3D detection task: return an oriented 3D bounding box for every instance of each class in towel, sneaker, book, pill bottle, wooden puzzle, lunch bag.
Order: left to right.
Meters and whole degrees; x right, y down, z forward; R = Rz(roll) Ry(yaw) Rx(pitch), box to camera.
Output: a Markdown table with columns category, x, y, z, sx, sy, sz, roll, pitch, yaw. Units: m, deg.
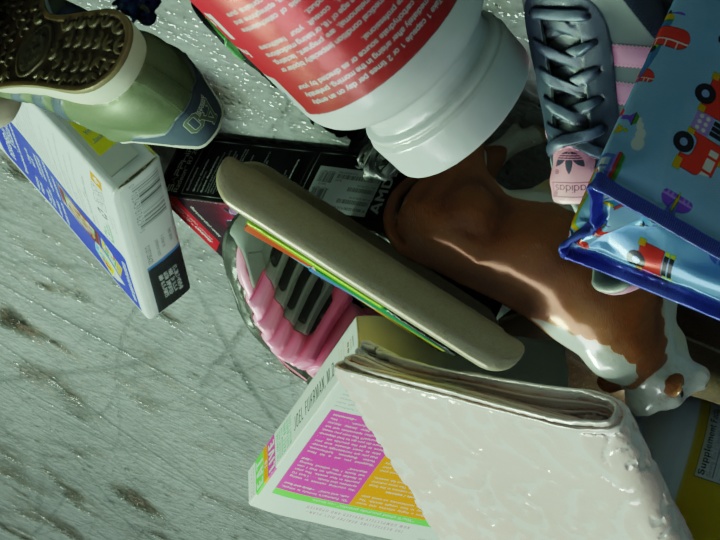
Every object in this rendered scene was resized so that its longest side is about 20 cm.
| category | x | y | z | sx | sy | sz | roll | pitch | yaw |
| --- | --- | --- | --- | --- | --- | --- | --- | --- | --- |
| sneaker | -0.144 | -0.103 | 1.542 | 0.090 | 0.067 | 0.200 | 33 | 173 | -32 |
| sneaker | -0.044 | 0.020 | 1.732 | 0.095 | 0.079 | 0.200 | 26 | 162 | 37 |
| pill bottle | -0.015 | -0.140 | 1.334 | 0.200 | 0.113 | 0.112 | 44 | 155 | -25 |
| wooden puzzle | 0.000 | 0.000 | 1.559 | 0.184 | 0.037 | 0.200 | 32 | -177 | -1 |
| book | 0.024 | 0.097 | 1.723 | 0.133 | 0.048 | 0.200 | 9 | 147 | -19 |
| towel | 0.098 | 0.121 | 1.599 | 0.190 | 0.032 | 0.200 | 13 | 149 | 36 |
| sneaker | 0.113 | -0.077 | 1.351 | 0.070 | 0.082 | 0.201 | 2 | 132 | 41 |
| pill bottle | 0.214 | 0.139 | 1.674 | 0.199 | 0.113 | 0.112 | 18 | 160 | 3 |
| lunch bag | 0.211 | -0.041 | 1.266 | 0.199 | 0.151 | 0.094 | 25 | 161 | 3 |

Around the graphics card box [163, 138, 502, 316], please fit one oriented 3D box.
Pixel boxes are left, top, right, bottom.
| category | x | y | z | sx | sy | sz | roll | pitch | yaw |
| --- | --- | --- | --- | --- | --- | --- | --- | --- | --- |
| graphics card box | -0.016 | -0.024 | 1.752 | 0.199 | 0.051 | 0.125 | 7 | 152 | 41 |

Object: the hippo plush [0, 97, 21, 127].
| category | x | y | z | sx | sy | sz | roll | pitch | yaw |
| --- | --- | --- | --- | --- | --- | --- | --- | --- | --- |
| hippo plush | -0.300 | -0.143 | 1.648 | 0.200 | 0.160 | 0.160 | 37 | 157 | -29 |

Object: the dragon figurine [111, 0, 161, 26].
| category | x | y | z | sx | sy | sz | roll | pitch | yaw |
| --- | --- | --- | --- | --- | --- | --- | --- | --- | --- |
| dragon figurine | -0.160 | -0.195 | 1.484 | 0.099 | 0.059 | 0.200 | 14 | 162 | 25 |

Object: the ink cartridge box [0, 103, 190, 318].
| category | x | y | z | sx | sy | sz | roll | pitch | yaw |
| --- | --- | --- | --- | --- | --- | --- | --- | --- | --- |
| ink cartridge box | -0.190 | -0.085 | 1.790 | 0.200 | 0.047 | 0.198 | 49 | 168 | 19 |

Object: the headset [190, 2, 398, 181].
| category | x | y | z | sx | sy | sz | roll | pitch | yaw |
| --- | --- | --- | --- | --- | --- | --- | --- | --- | --- |
| headset | -0.020 | -0.100 | 1.499 | 0.123 | 0.094 | 0.200 | 40 | 168 | -34 |

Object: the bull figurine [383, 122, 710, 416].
| category | x | y | z | sx | sy | sz | roll | pitch | yaw |
| --- | --- | --- | --- | --- | --- | --- | --- | --- | --- |
| bull figurine | 0.112 | -0.010 | 1.516 | 0.199 | 0.122 | 0.065 | 29 | 161 | -6 |

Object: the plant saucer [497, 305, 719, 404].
| category | x | y | z | sx | sy | sz | roll | pitch | yaw |
| --- | --- | --- | --- | --- | --- | --- | --- | --- | --- |
| plant saucer | 0.172 | 0.057 | 1.714 | 0.199 | 0.037 | 0.201 | 16 | 158 | 6 |
